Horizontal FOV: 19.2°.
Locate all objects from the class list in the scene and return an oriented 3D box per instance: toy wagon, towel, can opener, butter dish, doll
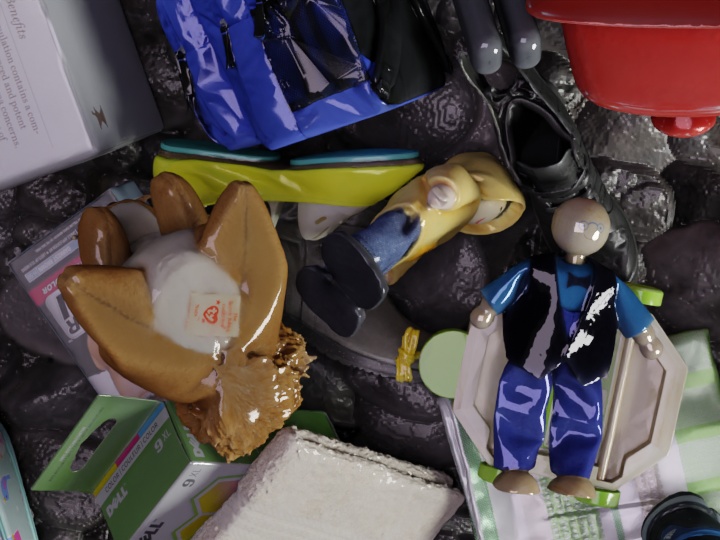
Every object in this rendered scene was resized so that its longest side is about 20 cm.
[{"bbox_3d":[0.123,0.074,1.482,0.199,0.040,0.156,12,94,1],"label":"toy wagon"},{"bbox_3d":[-0.025,0.179,1.502,0.133,0.200,0.034,-52,48,13],"label":"towel"},{"bbox_3d":[0.167,0.133,1.518,0.200,0.031,0.150,-15,97,7],"label":"towel"},{"bbox_3d":[0.078,-0.216,1.427,0.053,0.067,0.200,-9,54,-3],"label":"can opener"},{"bbox_3d":[0.215,-0.158,1.414,0.199,0.200,0.148,3,123,10],"label":"butter dish"},{"bbox_3d":[0.140,0.050,1.436,0.136,0.048,0.201,5,94,-9],"label":"doll"}]

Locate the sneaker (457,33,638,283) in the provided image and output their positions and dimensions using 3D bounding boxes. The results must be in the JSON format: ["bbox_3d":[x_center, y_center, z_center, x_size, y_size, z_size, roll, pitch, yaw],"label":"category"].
[{"bbox_3d":[0.131,-0.068,1.464,0.060,0.104,0.200,-25,93,13],"label":"sneaker"}]

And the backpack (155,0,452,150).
[{"bbox_3d":[-0.053,-0.191,1.452,0.167,0.163,0.200,-18,96,16],"label":"backpack"}]

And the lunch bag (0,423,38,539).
[{"bbox_3d":[-0.349,0.198,1.611,0.200,0.077,0.161,-16,97,13],"label":"lunch bag"}]

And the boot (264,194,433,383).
[{"bbox_3d":[0.000,0.000,1.523,0.200,0.068,0.131,18,96,6],"label":"boot"}]

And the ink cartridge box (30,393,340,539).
[{"bbox_3d":[-0.115,0.146,1.490,0.104,0.200,0.059,-51,49,31],"label":"ink cartridge box"}]

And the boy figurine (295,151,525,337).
[{"bbox_3d":[0.039,-0.024,1.456,0.064,0.200,0.124,48,132,10],"label":"boy figurine"}]

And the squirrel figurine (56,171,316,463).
[{"bbox_3d":[-0.121,0.033,1.435,0.141,0.187,0.200,-36,107,-14],"label":"squirrel figurine"}]

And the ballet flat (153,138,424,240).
[{"bbox_3d":[-0.051,-0.055,1.486,0.199,0.067,0.067,3,99,18],"label":"ballet flat"}]

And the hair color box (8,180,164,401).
[{"bbox_3d":[-0.155,0.045,1.559,0.099,0.061,0.200,-35,92,13],"label":"hair color box"}]

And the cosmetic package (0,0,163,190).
[{"bbox_3d":[-0.274,-0.136,1.499,0.200,0.166,0.168,-18,95,13],"label":"cosmetic package"}]

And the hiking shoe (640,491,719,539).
[{"bbox_3d":[0.275,0.243,1.484,0.200,0.087,0.074,38,106,-11],"label":"hiking shoe"}]
